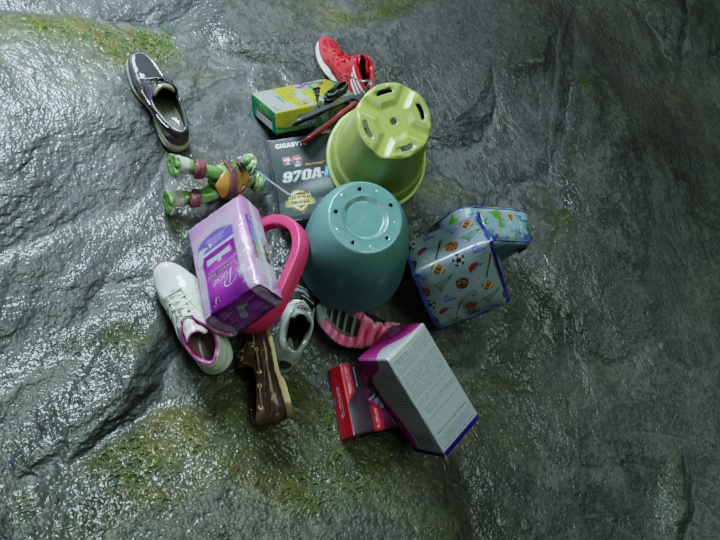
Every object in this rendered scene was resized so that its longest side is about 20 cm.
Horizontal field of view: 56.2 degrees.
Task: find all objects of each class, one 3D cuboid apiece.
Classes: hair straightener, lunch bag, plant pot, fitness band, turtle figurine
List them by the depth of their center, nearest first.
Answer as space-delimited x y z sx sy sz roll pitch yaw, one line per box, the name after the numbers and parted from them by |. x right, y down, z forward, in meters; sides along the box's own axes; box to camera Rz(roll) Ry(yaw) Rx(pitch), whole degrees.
-0.160 0.005 1.117 0.037 0.141 0.204 37 72 -50 | fitness band
-0.003 -0.053 1.145 0.194 0.162 0.206 4 67 -9 | plant pot
-0.230 -0.131 1.160 0.190 0.144 0.205 -1 65 -33 | turtle figurine
0.042 -0.230 1.191 0.194 0.184 0.207 1 80 -8 | plant pot
-0.055 -0.322 1.276 0.199 0.041 0.078 -39 105 -25 | hair straightener
0.189 0.014 1.302 0.125 0.166 0.202 -100 165 -52 | lunch bag
0.249 -0.068 1.422 0.195 0.160 0.085 1 72 -29 | lunch bag

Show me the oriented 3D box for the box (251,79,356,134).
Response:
-0.105 -0.330 1.340 0.196 0.049 0.117 -20 41 -26 | box

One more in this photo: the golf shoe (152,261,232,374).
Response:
-0.268 0.070 1.070 0.074 0.092 0.202 -33 86 -7 | golf shoe

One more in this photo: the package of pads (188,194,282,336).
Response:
-0.205 -0.010 1.083 0.075 0.119 0.203 36 26 -49 | package of pads

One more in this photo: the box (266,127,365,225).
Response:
-0.072 -0.176 1.283 0.194 0.046 0.164 -9 81 -9 | box

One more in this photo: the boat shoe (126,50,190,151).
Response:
-0.358 -0.315 1.214 0.071 0.065 0.204 -20 79 -34 | boat shoe

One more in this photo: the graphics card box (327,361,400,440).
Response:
0.045 0.227 1.226 0.195 0.051 0.129 -1 69 -33 | graphics card box

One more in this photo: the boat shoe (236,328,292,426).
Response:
-0.170 0.154 1.111 0.069 0.071 0.204 -11 65 -21 | boat shoe

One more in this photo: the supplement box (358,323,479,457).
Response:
0.099 0.203 1.159 0.103 0.100 0.203 -39 105 -28 | supplement box

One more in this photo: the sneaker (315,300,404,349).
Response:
0.002 0.105 1.238 0.196 0.095 0.081 26 89 -14 | sneaker

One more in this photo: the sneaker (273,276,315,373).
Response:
-0.106 0.072 1.181 0.072 0.088 0.205 17 59 -22 | sneaker

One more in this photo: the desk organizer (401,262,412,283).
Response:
0.000 0.000 1.290 0.196 0.071 0.079 -11 76 -35 | desk organizer

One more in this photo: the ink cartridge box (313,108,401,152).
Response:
0.006 -0.225 1.393 0.163 0.075 0.203 -28 85 -36 | ink cartridge box

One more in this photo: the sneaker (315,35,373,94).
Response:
-0.023 -0.447 1.446 0.077 0.116 0.203 -18 72 -35 | sneaker
